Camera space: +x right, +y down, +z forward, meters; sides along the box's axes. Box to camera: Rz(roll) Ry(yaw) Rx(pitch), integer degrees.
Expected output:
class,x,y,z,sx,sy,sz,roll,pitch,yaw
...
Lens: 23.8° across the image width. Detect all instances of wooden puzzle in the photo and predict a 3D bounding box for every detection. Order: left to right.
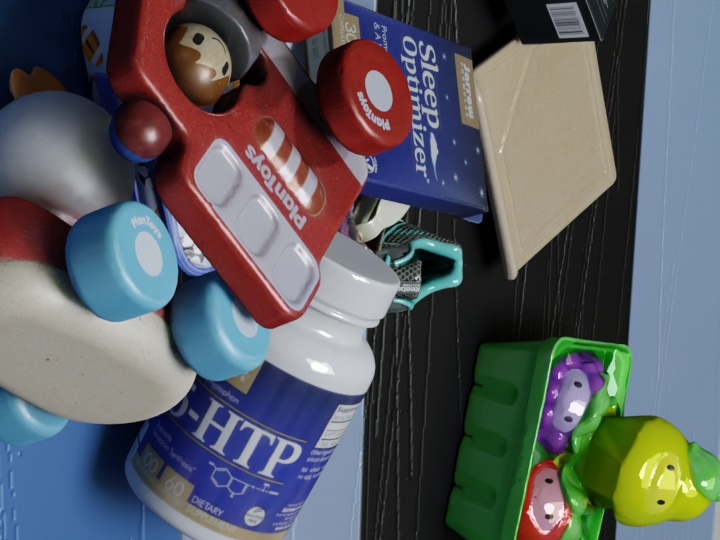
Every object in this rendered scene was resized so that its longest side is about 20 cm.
class,x,y,z,sx,sy,sz,roll,pitch,yaw
wooden puzzle,0.150,-0.119,1.441,0.200,0.037,0.186,-43,130,-42

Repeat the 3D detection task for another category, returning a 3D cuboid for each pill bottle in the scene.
class,x,y,z,sx,sy,sz,roll,pitch,yaw
pill bottle,-0.060,0.072,1.114,0.119,0.119,0.201,13,110,-51

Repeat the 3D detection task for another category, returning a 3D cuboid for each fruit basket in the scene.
class,x,y,z,sx,sy,sz,roll,pitch,yaw
fruit basket,0.193,0.161,1.432,0.155,0.214,0.218,9,92,-51

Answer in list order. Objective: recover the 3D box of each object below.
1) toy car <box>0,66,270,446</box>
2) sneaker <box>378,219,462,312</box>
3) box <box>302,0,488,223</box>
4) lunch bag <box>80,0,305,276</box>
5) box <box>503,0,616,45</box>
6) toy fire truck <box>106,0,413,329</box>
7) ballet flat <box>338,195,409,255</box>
class,x,y,z,sx,sy,sz,roll,pitch,yaw
toy car,-0.167,-0.027,1.002,0.177,0.183,0.202,37,43,-49
sneaker,0.000,0.000,1.238,0.199,0.091,0.078,-20,113,-47
box,0.035,-0.104,1.159,0.199,0.032,0.122,10,71,-54
lunch bag,-0.099,-0.099,1.106,0.160,0.075,0.202,-33,122,-39
box,0.146,-0.298,1.332,0.142,0.078,0.201,-63,140,-33
toy fire truck,-0.069,-0.089,0.964,0.201,0.111,0.169,54,39,-25
ballet flat,0.016,-0.072,1.211,0.069,0.071,0.201,54,40,-35
